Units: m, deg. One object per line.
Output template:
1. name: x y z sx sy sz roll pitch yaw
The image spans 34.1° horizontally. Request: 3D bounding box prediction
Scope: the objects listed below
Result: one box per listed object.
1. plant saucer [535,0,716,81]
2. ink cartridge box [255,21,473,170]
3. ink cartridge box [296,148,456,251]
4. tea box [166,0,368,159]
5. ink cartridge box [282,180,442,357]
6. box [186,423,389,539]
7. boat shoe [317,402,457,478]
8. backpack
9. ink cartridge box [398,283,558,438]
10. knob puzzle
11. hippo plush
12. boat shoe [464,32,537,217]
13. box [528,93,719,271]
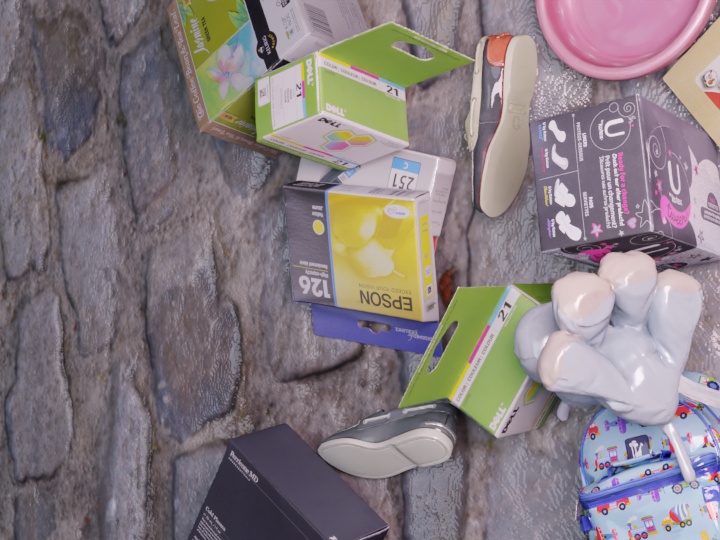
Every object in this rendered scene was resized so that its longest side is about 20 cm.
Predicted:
1. plant saucer: 0.276 -0.293 1.201 0.200 0.051 0.202 -1 88 38
2. ink cartridge box: 0.004 -0.185 1.273 0.199 0.147 0.076 -15 71 40
3. ink cartridge box: 0.006 -0.066 1.404 0.199 0.045 0.177 17 98 35
4. tea box: -0.108 -0.279 1.411 0.196 0.133 0.201 -37 57 31
5. ink cartridge box: 0.000 0.000 1.376 0.197 0.047 0.201 7 109 36
6. box: -0.093 0.325 1.427 0.200 0.104 0.183 41 120 28
7. boat shoe: 0.034 0.197 1.386 0.199 0.073 0.062 -17 37 42
8. backpack: 0.296 0.203 1.142 0.182 0.134 0.201 -19 76 33
9. ink cartridge box: 0.145 0.094 1.207 0.076 0.200 0.148 36 111 30
10. knob puzzle: 0.417 -0.190 1.115 0.219 0.030 0.221 0 89 37
11. hippo plush: 0.235 0.069 1.102 0.200 0.161 0.160 34 83 -12
12. boat shoe: 0.146 -0.160 1.288 0.062 0.071 0.201 10 94 41
13. box: 0.261 -0.073 1.116 0.114 0.200 0.133 -12 76 36
